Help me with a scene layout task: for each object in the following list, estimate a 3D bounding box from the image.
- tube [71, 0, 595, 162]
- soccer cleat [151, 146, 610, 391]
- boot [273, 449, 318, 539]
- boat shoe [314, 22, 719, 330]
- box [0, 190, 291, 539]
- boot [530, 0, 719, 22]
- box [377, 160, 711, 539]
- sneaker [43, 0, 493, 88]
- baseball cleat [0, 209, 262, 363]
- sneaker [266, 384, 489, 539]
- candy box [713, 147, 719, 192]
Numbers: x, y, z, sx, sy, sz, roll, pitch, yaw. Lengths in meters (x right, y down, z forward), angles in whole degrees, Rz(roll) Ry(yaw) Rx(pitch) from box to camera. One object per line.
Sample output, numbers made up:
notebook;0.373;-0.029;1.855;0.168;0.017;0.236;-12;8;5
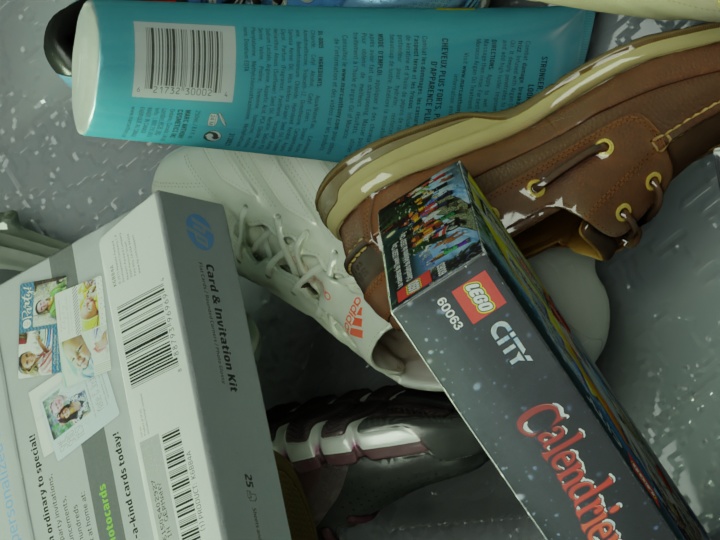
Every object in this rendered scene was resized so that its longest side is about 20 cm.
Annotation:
tube;-0.009;-0.071;1.089;0.199;0.050;0.078;3;114;-16
soccer cleat;0.000;0.000;1.115;0.199;0.078;0.069;18;141;18
boot;-0.093;0.159;1.118;0.154;0.072;0.201;8;105;32
boat shoe;0.086;-0.035;1.065;0.200;0.072;0.068;-21;71;-3
box;-0.119;0.081;1.081;0.200;0.041;0.156;-27;65;34
boot;0.074;-0.129;1.000;0.155;0.200;0.073;14;90;43
box;0.076;0.066;0.980;0.038;0.137;0.200;-33;103;7
sneaker;-0.036;-0.105;1.120;0.200;0.090;0.079;-22;75;20
baseball cleat;-0.118;0.036;1.170;0.200;0.070;0.107;21;114;40
sneaker;-0.025;0.114;1.148;0.199;0.076;0.116;-10;95;31
candy box;0.191;0.047;1.000;0.071;0.168;0.201;-10;88;21
